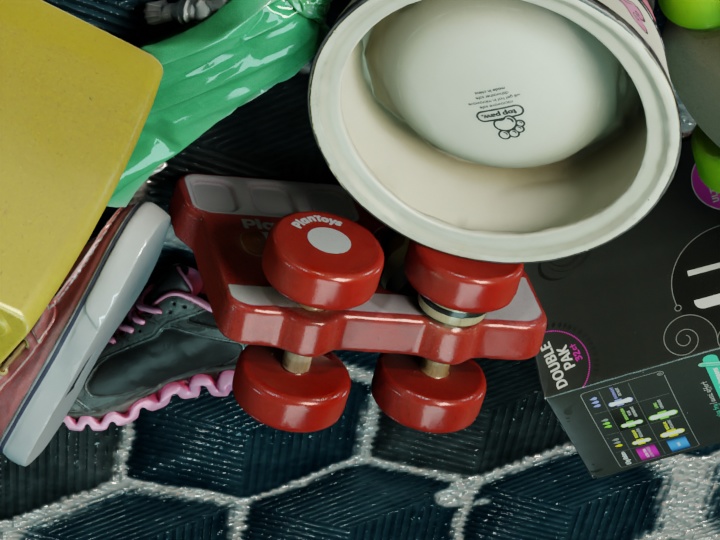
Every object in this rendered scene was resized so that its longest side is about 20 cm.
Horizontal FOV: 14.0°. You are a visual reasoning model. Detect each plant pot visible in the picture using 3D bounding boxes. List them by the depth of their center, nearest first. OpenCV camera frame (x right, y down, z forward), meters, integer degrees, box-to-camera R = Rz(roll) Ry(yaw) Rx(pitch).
[{"bbox_3d":[-0.243,-0.031,1.509,0.200,0.177,0.200,26,136,-21],"label":"plant pot"}]

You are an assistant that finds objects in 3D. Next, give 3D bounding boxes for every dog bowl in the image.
[{"bbox_3d":[0.075,-0.101,1.568,0.200,0.074,0.200,7,133,7],"label":"dog bowl"}]

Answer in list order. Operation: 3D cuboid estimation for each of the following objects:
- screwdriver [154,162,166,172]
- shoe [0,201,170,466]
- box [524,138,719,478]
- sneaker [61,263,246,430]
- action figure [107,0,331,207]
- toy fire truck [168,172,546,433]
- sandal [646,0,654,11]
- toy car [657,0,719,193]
[{"bbox_3d":[-0.204,-0.023,1.699,0.200,0.029,0.028,-16,145,11],"label":"screwdriver"},{"bbox_3d":[-0.191,0.021,1.729,0.091,0.071,0.200,35,123,4],"label":"shoe"},{"bbox_3d":[0.204,0.014,1.770,0.200,0.149,0.124,-17,148,11],"label":"box"},{"bbox_3d":[-0.123,0.036,1.805,0.200,0.079,0.096,-11,126,0],"label":"sneaker"},{"bbox_3d":[-0.089,-0.113,1.580,0.200,0.055,0.118,-27,142,25],"label":"action figure"},{"bbox_3d":[0.000,0.000,1.685,0.200,0.168,0.112,2,126,-18],"label":"toy fire truck"},{"bbox_3d":[0.103,-0.104,1.632,0.075,0.045,0.200,14,149,-12],"label":"sandal"},{"bbox_3d":[0.282,-0.129,1.616,0.200,0.158,0.164,-32,136,-11],"label":"toy car"}]
